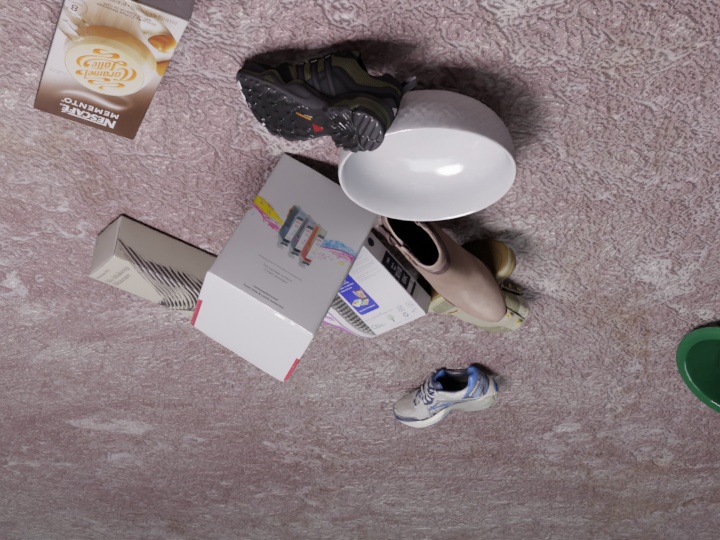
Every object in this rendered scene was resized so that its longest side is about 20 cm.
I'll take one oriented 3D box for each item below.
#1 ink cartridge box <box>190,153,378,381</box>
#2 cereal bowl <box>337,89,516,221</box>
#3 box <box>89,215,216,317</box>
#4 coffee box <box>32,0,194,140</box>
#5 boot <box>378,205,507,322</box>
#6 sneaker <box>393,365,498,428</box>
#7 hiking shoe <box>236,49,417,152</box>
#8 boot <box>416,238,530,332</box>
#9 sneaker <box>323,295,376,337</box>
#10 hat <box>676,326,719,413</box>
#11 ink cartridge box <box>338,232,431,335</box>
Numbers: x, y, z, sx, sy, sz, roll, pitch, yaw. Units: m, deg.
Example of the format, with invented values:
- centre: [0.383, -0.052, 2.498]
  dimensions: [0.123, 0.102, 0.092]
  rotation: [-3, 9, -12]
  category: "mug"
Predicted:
- centre: [-0.091, -0.004, 1.191]
  dimensions: [0.143, 0.202, 0.146]
  rotation: [30, 147, -1]
  category: "ink cartridge box"
- centre: [0.074, -0.137, 1.089]
  dimensions: [0.196, 0.085, 0.201]
  rotation: [1, 153, 1]
  category: "cereal bowl"
- centre: [-0.273, 0.002, 1.377]
  dimensions: [0.198, 0.070, 0.082]
  rotation: [24, 144, -32]
  category: "box"
- centre: [-0.245, -0.230, 0.970]
  dimensions: [0.113, 0.081, 0.200]
  rotation: [16, 147, -20]
  category: "coffee box"
- centre: [0.101, -0.010, 1.221]
  dimensions: [0.199, 0.071, 0.146]
  rotation: [42, -175, 11]
  category: "boot"
- centre: [0.136, 0.209, 1.705]
  dimensions: [0.197, 0.078, 0.085]
  rotation: [-22, 132, 24]
  category: "sneaker"
- centre: [-0.038, -0.187, 1.025]
  dimensions: [0.198, 0.101, 0.076]
  rotation: [22, 146, 28]
  category: "hiking shoe"
- centre: [0.186, 0.028, 1.379]
  dimensions: [0.153, 0.073, 0.199]
  rotation: [21, 150, -27]
  category: "boot"
- centre: [-0.064, 0.048, 1.446]
  dimensions: [0.199, 0.074, 0.114]
  rotation: [31, 145, -23]
  category: "sneaker"
- centre: [0.625, 0.124, 1.558]
  dimensions: [0.200, 0.176, 0.166]
  rotation: [48, 143, 0]
  category: "hat"
- centre: [0.000, 0.000, 1.345]
  dimensions: [0.099, 0.040, 0.200]
  rotation: [-23, 122, 37]
  category: "ink cartridge box"
